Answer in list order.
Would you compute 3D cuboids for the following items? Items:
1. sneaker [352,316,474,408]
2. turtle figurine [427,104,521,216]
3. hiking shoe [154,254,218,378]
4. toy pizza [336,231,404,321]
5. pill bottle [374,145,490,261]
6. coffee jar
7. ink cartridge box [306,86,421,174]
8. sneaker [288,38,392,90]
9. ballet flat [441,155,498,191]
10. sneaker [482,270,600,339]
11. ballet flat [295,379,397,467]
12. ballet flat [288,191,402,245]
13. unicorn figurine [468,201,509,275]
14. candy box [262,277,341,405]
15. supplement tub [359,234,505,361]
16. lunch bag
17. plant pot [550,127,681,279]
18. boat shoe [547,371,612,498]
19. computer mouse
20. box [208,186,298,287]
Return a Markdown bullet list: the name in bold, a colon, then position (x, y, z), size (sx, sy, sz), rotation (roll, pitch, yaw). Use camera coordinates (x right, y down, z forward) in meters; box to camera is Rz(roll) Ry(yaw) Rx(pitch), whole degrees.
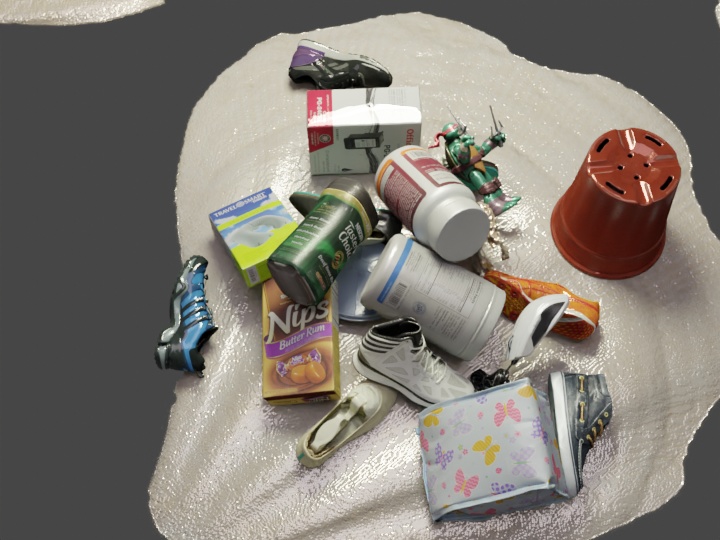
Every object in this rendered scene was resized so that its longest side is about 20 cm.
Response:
- **sneaker**: position (0.094, 0.142, 1.456), size (0.200, 0.116, 0.076), rotation (21, 47, -3)
- **turtle figurine**: position (0.194, -0.188, 1.584), size (0.150, 0.101, 0.200), rotation (-35, 96, -51)
- **hiking shoe**: position (-0.269, 0.074, 1.549), size (0.086, 0.074, 0.201), rotation (13, 72, -1)
- **toy pizza**: position (0.000, 0.000, 1.601), size (0.199, 0.032, 0.201), rotation (0, 60, 1)
- **pill bottle**: position (0.114, -0.107, 1.514), size (0.114, 0.114, 0.200), rotation (-25, 42, -13)
- **coffee jar**: position (-0.053, -0.049, 1.486), size (0.085, 0.104, 0.200), rotation (15, 57, 35)
- **ink cartridge box**: position (0.008, -0.244, 1.670), size (0.199, 0.145, 0.084), rotation (-2, 60, 0)
- **sneaker**: position (-0.040, -0.361, 1.790), size (0.199, 0.076, 0.088), rotation (19, 78, 15)
- **ballet flat**: position (0.140, -0.165, 1.665), size (0.199, 0.068, 0.069), rotation (-16, 48, -9)
- **sneaker**: position (0.294, 0.049, 1.561), size (0.199, 0.073, 0.077), rotation (24, 43, 8)
- **ballet flat**: position (-0.017, 0.226, 1.458), size (0.069, 0.070, 0.200), rotation (41, 69, 20)
- **ballet flat**: position (-0.030, -0.083, 1.595), size (0.199, 0.068, 0.069), rotation (11, 71, 7)
- **unicorn figurine**: position (0.180, -0.059, 1.586), size (0.074, 0.200, 0.138), rotation (-18, 79, -34)
- **candy box**: position (-0.094, 0.107, 1.508), size (0.116, 0.056, 0.201), rotation (-7, 65, 10)
- **supplement tub**: position (0.112, 0.042, 1.496), size (0.200, 0.132, 0.132), rotation (28, 64, -4)
- **lunch bag**: position (0.186, 0.270, 1.397), size (0.199, 0.127, 0.170), rotation (-19, 60, 19)
- **plant pot**: position (0.428, -0.120, 1.569), size (0.200, 0.195, 0.201), rotation (-1, 61, 1)
- **boat shoe**: position (0.339, 0.243, 1.439), size (0.091, 0.071, 0.201), rotation (-2, 59, 4)
- **computer mouse**: position (0.247, 0.105, 1.473), size (0.044, 0.110, 0.200), rotation (40, 82, -5)
- **box**: position (-0.172, -0.064, 1.591), size (0.122, 0.048, 0.200), rotation (-25, 42, -12)
